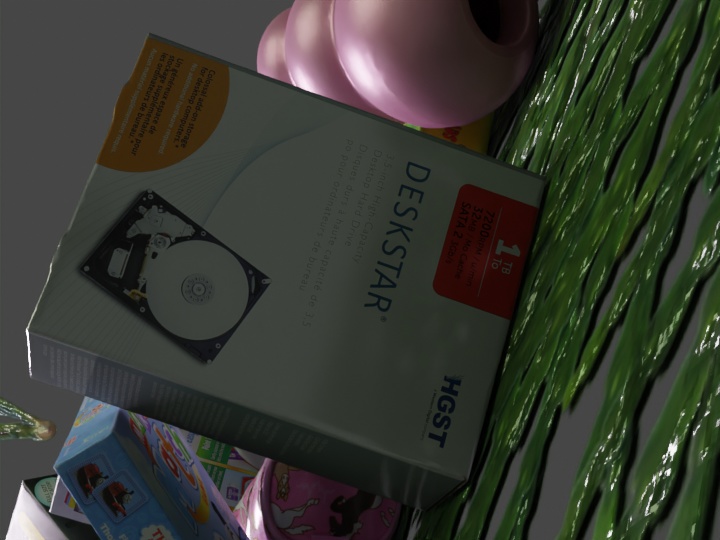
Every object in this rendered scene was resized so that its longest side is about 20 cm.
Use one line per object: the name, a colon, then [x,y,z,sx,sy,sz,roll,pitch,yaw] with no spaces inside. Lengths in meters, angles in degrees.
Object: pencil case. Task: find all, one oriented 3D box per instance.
pencil case: [-0.032,0.146,0.815,0.083,0.087,0.200,-27,-13,-20]

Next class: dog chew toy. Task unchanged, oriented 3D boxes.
dog chew toy: [0.012,-0.140,0.845,0.199,0.124,0.125,-11,54,47]

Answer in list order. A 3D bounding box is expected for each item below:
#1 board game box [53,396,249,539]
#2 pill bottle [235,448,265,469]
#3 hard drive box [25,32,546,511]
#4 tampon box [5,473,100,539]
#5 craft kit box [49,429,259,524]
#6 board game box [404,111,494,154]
board game box: [-0.078,0.152,0.689,0.037,0.201,0.151,-32,10,0]
pill bottle: [-0.067,0.058,1.055,0.200,0.110,0.111,-122,48,-58]
hard drive box: [-0.033,0.002,0.640,0.077,0.199,0.157,121,167,-66]
tampon box: [-0.179,0.251,1.159,0.199,0.150,0.127,-6,-55,-46]
craft kit box: [-0.110,0.146,1.021,0.200,0.197,0.049,-84,14,-74]
board game box: [0.050,-0.069,0.918,0.201,0.047,0.102,-76,7,-45]
